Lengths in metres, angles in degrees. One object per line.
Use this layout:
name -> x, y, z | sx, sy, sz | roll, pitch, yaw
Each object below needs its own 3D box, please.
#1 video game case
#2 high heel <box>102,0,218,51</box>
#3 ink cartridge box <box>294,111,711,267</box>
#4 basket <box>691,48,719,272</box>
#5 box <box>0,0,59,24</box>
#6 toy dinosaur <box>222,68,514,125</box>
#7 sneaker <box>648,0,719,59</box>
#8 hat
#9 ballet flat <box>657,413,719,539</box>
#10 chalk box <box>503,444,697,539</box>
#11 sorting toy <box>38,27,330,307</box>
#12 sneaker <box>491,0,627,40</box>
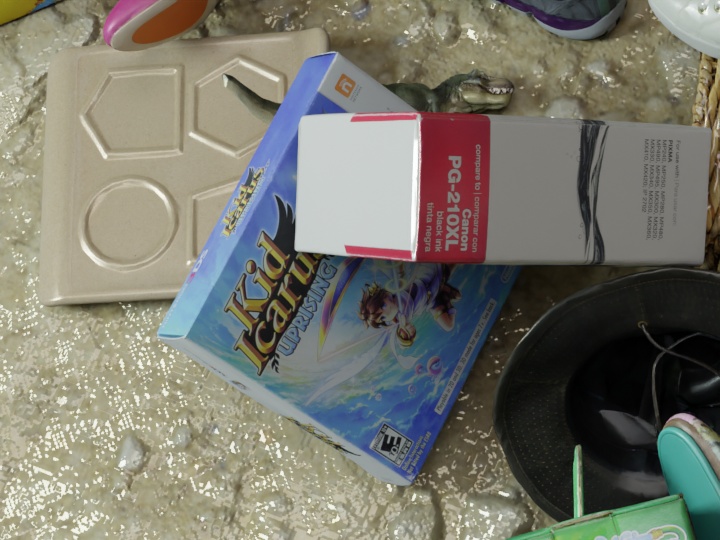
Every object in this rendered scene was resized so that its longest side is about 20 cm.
video game case -> 0.000, 0.000, 1.300 | 0.181, 0.045, 0.201 | 34, 74, -24
high heel -> -0.119, -0.225, 1.433 | 0.096, 0.067, 0.200 | 43, 63, 11
ink cartridge box -> 0.082, -0.046, 1.236 | 0.199, 0.145, 0.085 | 1, 93, -29
basket -> 0.277, -0.087, 1.305 | 0.148, 0.143, 0.201 | 7, 70, 11
box -> -0.313, -0.242, 1.412 | 0.192, 0.200, 0.122 | -22, 67, -2
toy dinosaur -> 0.009, -0.085, 1.372 | 0.199, 0.047, 0.089 | -4, 71, -26
sneaker -> 0.245, -0.159, 1.210 | 0.199, 0.085, 0.073 | 21, 70, 35
hat -> 0.179, 0.065, 1.280 | 0.200, 0.201, 0.081 | -1, 30, 7
ballet flat -> 0.235, 0.169, 1.236 | 0.071, 0.069, 0.201 | -21, 90, -21
chalk box -> 0.137, 0.203, 1.211 | 0.123, 0.124, 0.201 | -15, 72, 1
sorting toy -> -0.114, -0.067, 1.410 | 0.199, 0.036, 0.186 | -5, 68, 10
sneaker -> 0.083, -0.221, 1.413 | 0.199, 0.088, 0.075 | 18, 72, 14
